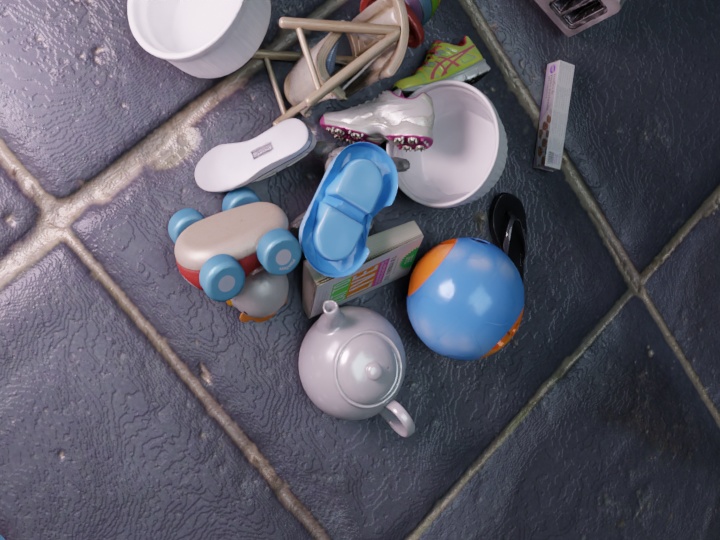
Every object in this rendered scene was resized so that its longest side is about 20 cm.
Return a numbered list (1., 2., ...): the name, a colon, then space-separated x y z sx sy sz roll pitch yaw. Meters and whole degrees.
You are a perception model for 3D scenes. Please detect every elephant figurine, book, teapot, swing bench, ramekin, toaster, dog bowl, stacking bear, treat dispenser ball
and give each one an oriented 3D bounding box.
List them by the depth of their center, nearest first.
1. ramekin: -0.224 -0.379 1.004 0.196 0.097 0.206 -4 78 21
2. dog bowl: -0.023 -0.090 1.035 0.110 0.049 0.203 27 85 -24
3. swing bench: -0.042 -0.322 1.074 0.197 0.198 0.133 -23 100 -19
4. teapot: 0.001 0.158 1.133 0.196 0.145 0.203 10 88 -23
5. elephant figurine: -0.033 -0.097 1.135 0.140 0.153 0.205 0 103 -54
6. book: 0.000 0.000 1.142 0.197 0.134 0.049 -24 66 -20
7. ramekin: 0.152 -0.203 1.164 0.104 0.196 0.206 0 92 -61
8. treat dispenser ball: 0.175 0.047 1.172 0.196 0.200 0.206 -1 92 -22
9. stacking bear: 0.096 -0.474 1.182 0.114 0.120 0.201 50 65 -23
10. toaster: 0.390 -0.540 1.251 0.180 0.199 0.120 38 73 -19

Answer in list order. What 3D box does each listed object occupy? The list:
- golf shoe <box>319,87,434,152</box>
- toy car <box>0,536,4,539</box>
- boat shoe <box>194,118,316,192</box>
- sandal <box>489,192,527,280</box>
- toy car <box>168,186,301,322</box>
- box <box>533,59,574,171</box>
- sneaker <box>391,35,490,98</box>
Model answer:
1. golf shoe: 0.030 -0.249 1.136 0.195 0.075 0.094 10 85 18
2. toy car: -0.519 0.495 0.940 0.182 0.178 0.202 -29 135 -6
3. boat shoe: -0.160 -0.173 1.082 0.197 0.066 0.073 -26 78 11
4. sandal: 0.284 -0.043 1.301 0.074 0.043 0.206 -5 93 -22
5. toy car: -0.178 0.012 1.068 0.174 0.184 0.203 -25 129 -19
6. box: 0.368 -0.292 1.332 0.041 0.039 0.205 8 88 -24
7. sneaker: 0.130 -0.350 1.219 0.197 0.078 0.092 -25 92 -26
